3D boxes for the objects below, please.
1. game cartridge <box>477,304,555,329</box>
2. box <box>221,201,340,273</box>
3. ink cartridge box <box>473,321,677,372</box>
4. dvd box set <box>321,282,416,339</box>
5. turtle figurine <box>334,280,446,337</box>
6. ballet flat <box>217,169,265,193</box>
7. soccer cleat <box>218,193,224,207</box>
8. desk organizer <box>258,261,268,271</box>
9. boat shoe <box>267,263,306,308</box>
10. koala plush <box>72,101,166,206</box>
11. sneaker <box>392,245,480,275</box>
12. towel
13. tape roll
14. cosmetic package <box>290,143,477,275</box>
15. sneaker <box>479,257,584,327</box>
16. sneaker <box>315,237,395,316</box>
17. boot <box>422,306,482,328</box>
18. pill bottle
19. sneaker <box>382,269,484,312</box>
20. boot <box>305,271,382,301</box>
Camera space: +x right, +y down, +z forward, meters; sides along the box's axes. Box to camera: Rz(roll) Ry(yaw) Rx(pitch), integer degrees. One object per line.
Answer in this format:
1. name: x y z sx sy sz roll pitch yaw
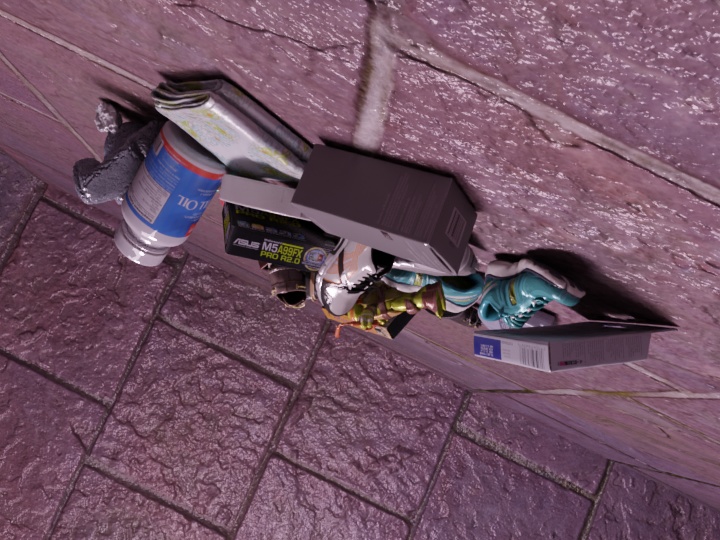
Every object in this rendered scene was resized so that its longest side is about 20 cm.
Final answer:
1. game cartridge: 0.266 0.088 1.298 0.131 0.042 0.200 27 172 20
2. box: -0.108 -0.055 1.143 0.195 0.045 0.161 13 -158 -17
3. ink cartridge box: 0.280 0.099 1.014 0.195 0.045 0.196 -2 180 -19
4. dvd box set: 0.035 0.041 1.321 0.198 0.146 0.030 13 144 54
5. turtle figurine: 0.046 0.052 1.139 0.157 0.066 0.200 -11 175 14
6. ballet flat: -0.161 -0.113 1.266 0.064 0.072 0.199 -7 158 30
7. soccer cleat: -0.181 -0.107 1.385 0.199 0.069 0.073 31 -167 -48
8. desk organizer: -0.099 -0.030 1.314 0.199 0.071 0.078 22 -139 -54
9. boat shoe: -0.111 0.027 1.225 0.070 0.061 0.200 -5 165 0
10. koala plush: -0.357 -0.180 1.232 0.177 0.184 0.200 45 -179 -40
11. sneaker: 0.078 -0.023 1.069 0.198 0.076 0.082 20 172 42
12. towel: -0.156 -0.172 0.970 0.199 0.049 0.169 34 169 -40
13. tape roll: -0.099 -0.097 1.064 0.198 0.038 0.203 13 -175 -1
14. cosmetic package: 0.027 -0.074 0.899 0.196 0.092 0.107 16 169 32
15. sneaker: 0.214 0.036 0.968 0.076 0.081 0.200 27 170 -14
16. sneaker: -0.002 -0.004 1.028 0.072 0.202 0.080 -11 -131 -36
17. boot: 0.167 0.062 1.366 0.172 0.071 0.199 27 177 -35
18. pill bottle: -0.279 -0.108 1.107 0.111 0.201 0.113 30 -154 -16
19. sneaker: 0.102 -0.006 1.175 0.196 0.079 0.080 22 153 -8
20. boot: 0.000 0.000 1.228 0.135 0.079 0.200 8 -157 16
